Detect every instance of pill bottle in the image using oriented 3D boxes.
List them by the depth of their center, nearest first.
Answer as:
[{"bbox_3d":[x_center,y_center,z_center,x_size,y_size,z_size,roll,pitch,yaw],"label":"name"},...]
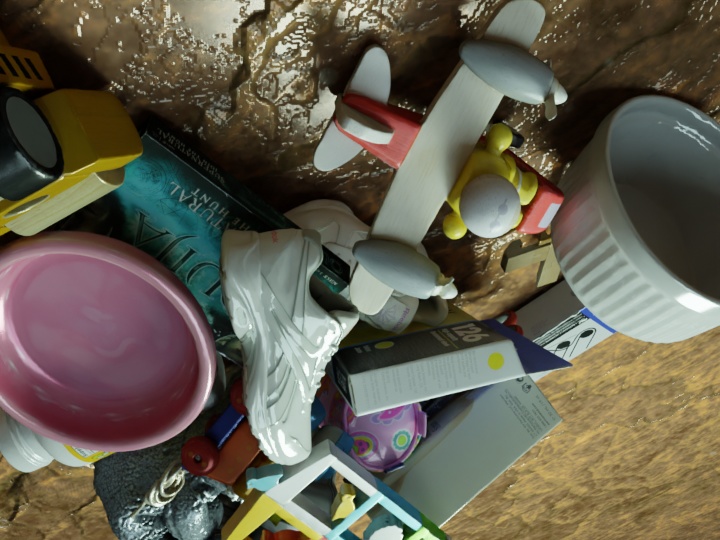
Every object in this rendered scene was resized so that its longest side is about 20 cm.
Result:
[{"bbox_3d":[-0.228,0.109,0.864,0.197,0.106,0.104,-24,145,10],"label":"pill bottle"}]

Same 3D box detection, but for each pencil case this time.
[{"bbox_3d":[0.004,0.140,0.948,0.086,0.089,0.200,-9,-179,-12],"label":"pencil case"}]

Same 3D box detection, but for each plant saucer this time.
[{"bbox_3d":[-0.207,0.051,0.745,0.196,0.051,0.204,2,123,3],"label":"plant saucer"}]

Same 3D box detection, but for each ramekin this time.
[{"bbox_3d":[0.253,-0.035,0.813,0.197,0.204,0.105,4,151,-28],"label":"ramekin"}]

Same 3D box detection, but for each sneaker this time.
[{"bbox_3d":[-0.046,0.061,0.729,0.097,0.078,0.204,-9,118,-3],"label":"sneaker"},{"bbox_3d":[0.000,0.000,0.820,0.197,0.100,0.075,12,125,-38],"label":"sneaker"}]

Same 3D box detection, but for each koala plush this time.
[{"bbox_3d":[-0.146,0.193,0.965,0.198,0.180,0.183,-33,133,27],"label":"koala plush"}]

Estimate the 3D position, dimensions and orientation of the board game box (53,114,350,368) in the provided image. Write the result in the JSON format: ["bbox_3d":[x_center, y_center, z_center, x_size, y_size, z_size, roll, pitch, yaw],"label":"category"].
[{"bbox_3d":[-0.123,-0.013,0.750,0.199,0.028,0.135,37,121,-25],"label":"board game box"}]

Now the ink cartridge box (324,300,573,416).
[{"bbox_3d":[0.064,0.066,0.884,0.196,0.198,0.048,-13,102,-11],"label":"ink cartridge box"}]

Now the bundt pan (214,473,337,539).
[{"bbox_3d":[-0.116,0.282,1.082,0.075,0.204,0.201,28,126,-32],"label":"bundt pan"}]

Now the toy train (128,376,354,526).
[{"bbox_3d":[-0.103,0.182,0.848,0.201,0.115,0.085,-50,178,11],"label":"toy train"}]

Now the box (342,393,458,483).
[{"bbox_3d":[0.068,0.200,1.076,0.158,0.050,0.200,-47,160,-4],"label":"box"}]

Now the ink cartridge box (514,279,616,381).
[{"bbox_3d":[0.240,0.045,1.043,0.199,0.045,0.093,-36,143,23],"label":"ink cartridge box"}]

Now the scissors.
[{"bbox_3d":[0.089,0.115,0.975,0.199,0.073,0.014,-42,108,-1],"label":"scissors"}]

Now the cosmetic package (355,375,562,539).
[{"bbox_3d":[0.089,0.176,0.927,0.199,0.071,0.105,-40,180,-5],"label":"cosmetic package"}]

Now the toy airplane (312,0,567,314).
[{"bbox_3d":[0.065,-0.077,0.709,0.196,0.142,0.202,-24,129,-10],"label":"toy airplane"}]

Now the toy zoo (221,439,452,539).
[{"bbox_3d":[-0.028,0.226,0.827,0.131,0.021,0.200,-41,117,14],"label":"toy zoo"}]

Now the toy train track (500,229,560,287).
[{"bbox_3d":[0.220,-0.045,0.926,0.196,0.033,0.116,-17,147,-15],"label":"toy train track"}]

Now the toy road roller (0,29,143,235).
[{"bbox_3d":[-0.238,-0.099,0.589,0.121,0.148,0.200,-25,-178,11],"label":"toy road roller"}]
